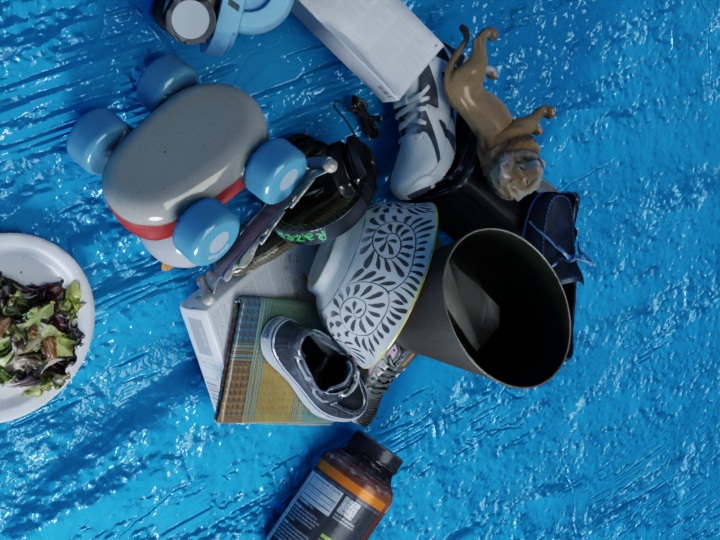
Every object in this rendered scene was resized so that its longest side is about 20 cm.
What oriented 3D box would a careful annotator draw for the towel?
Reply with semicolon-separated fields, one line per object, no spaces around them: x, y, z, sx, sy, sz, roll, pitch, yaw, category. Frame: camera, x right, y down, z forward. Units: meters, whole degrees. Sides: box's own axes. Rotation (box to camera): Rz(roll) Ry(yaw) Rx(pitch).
-0.084;0.104;1.342;0.200;0.022;0.147;9;92;-52;towel

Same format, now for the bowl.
0.000;0.000;1.313;0.094;0.201;0.201;22;94;-12;bowl

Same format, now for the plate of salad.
-0.348;0.062;1.148;0.200;0.048;0.200;-15;116;-34;plate of salad

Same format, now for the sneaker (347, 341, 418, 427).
0.027;0.100;1.430;0.080;0.086;0.200;1;108;-46;sneaker

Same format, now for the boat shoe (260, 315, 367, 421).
-0.034;0.118;1.335;0.072;0.068;0.200;-60;138;-21;boat shoe

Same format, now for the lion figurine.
0.143;-0.176;1.315;0.122;0.072;0.200;-38;85;-30;lion figurine

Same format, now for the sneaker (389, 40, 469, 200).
0.056;-0.189;1.336;0.130;0.079;0.199;41;68;-33;sneaker

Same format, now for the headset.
-0.030;-0.107;1.295;0.094;0.123;0.200;57;45;-49;headset

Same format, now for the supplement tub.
-0.030;0.298;1.457;0.200;0.107;0.107;-54;131;-8;supplement tub

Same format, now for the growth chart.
-0.099;-0.044;1.187;0.018;0.145;0.200;41;94;-14;growth chart

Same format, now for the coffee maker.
0.158;-0.070;1.407;0.135;0.192;0.200;-35;126;29;coffee maker

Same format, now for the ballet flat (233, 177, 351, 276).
-0.077;-0.047;1.314;0.200;0.067;0.046;-39;136;-27;ballet flat

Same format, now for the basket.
0.113;0.040;1.305;0.136;0.200;0.180;-38;104;-19;basket

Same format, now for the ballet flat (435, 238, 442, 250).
0.100;0.021;1.478;0.046;0.067;0.200;-17;131;16;ballet flat

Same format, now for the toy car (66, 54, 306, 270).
-0.167;-0.075;1.189;0.177;0.184;0.200;-44;160;-21;toy car

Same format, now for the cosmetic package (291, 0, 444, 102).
-0.013;-0.274;1.235;0.200;0.051;0.083;43;80;-18;cosmetic package

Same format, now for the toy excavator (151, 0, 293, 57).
-0.083;-0.293;1.142;0.200;0.100;0.195;12;103;-22;toy excavator

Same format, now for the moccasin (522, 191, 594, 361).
0.233;0.009;1.361;0.080;0.068;0.200;-5;97;-34;moccasin

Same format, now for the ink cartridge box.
-0.107;0.055;1.352;0.200;0.050;0.161;-44;131;-40;ink cartridge box
